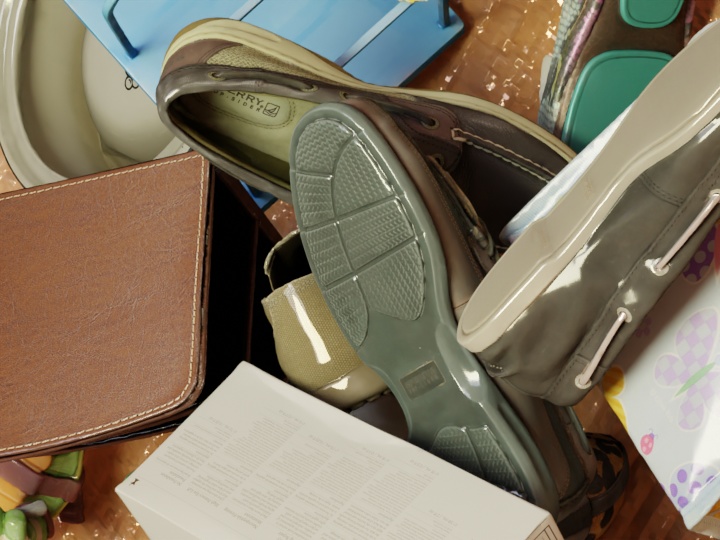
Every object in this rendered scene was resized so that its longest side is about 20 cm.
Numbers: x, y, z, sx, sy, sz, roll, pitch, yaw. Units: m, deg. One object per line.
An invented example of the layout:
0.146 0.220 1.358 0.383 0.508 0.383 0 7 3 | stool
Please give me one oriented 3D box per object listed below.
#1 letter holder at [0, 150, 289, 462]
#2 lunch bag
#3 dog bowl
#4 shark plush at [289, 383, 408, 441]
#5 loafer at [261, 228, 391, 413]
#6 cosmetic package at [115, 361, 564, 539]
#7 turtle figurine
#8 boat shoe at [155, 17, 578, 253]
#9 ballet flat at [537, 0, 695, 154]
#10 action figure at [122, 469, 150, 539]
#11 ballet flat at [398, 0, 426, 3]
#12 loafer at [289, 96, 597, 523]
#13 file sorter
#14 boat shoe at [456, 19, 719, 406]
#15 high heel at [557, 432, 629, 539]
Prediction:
-0.141 0.045 1.226 0.199 0.101 0.143 -12 55 19 | letter holder
0.181 -0.012 1.064 0.200 0.127 0.170 -42 55 17 | lunch bag
-0.107 -0.121 1.398 0.200 0.074 0.201 -11 74 41 | dog bowl
0.021 0.051 1.248 0.200 0.091 0.084 -21 47 43 | shark plush
0.000 0.000 1.206 0.076 0.200 0.068 -25 106 12 | loafer
-0.007 0.108 1.070 0.083 0.051 0.200 -43 38 -20 | cosmetic package
-0.192 0.070 1.346 0.194 0.200 0.144 -52 24 11 | turtle figurine
0.004 -0.045 1.136 0.066 0.200 0.072 -72 4 -57 | boat shoe
0.112 -0.109 1.184 0.071 0.069 0.201 35 119 58 | ballet flat
-0.034 0.151 1.235 0.200 0.055 0.118 32 85 22 | action figure
-0.007 -0.151 1.149 0.199 0.064 0.076 -1 103 3 | ballet flat
0.035 0.017 1.095 0.072 0.063 0.201 -20 96 45 | loafer
-0.067 -0.154 1.247 0.139 0.123 0.200 -42 82 -4 | file sorter
0.119 -0.028 1.014 0.200 0.057 0.067 -47 17 22 | boat shoe
0.018 0.103 1.193 0.199 0.142 0.072 9 118 44 | high heel
